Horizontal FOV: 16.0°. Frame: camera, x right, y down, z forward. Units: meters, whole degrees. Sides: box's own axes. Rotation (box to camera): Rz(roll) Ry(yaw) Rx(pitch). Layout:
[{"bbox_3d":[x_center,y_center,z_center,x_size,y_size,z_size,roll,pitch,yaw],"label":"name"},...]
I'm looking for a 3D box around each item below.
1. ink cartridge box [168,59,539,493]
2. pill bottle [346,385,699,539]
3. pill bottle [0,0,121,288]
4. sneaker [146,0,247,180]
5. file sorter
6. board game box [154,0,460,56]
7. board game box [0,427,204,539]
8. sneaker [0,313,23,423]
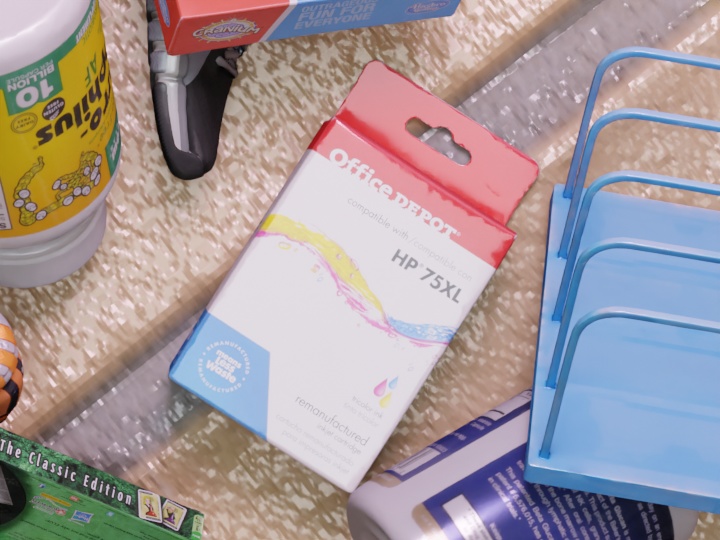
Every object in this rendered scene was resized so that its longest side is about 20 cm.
[{"bbox_3d":[0.000,0.000,1.338,0.116,0.067,0.200,32,90,-3],"label":"ink cartridge box"},{"bbox_3d":[0.103,0.115,1.317,0.200,0.111,0.111,-29,93,-15],"label":"pill bottle"},{"bbox_3d":[-0.176,-0.081,1.257,0.113,0.200,0.113,-1,54,1],"label":"pill bottle"},{"bbox_3d":[-0.054,-0.149,1.328,0.115,0.075,0.200,-3,91,-5],"label":"sneaker"},{"bbox_3d":[0.164,0.003,1.263,0.139,0.200,0.123,9,136,0],"label":"file sorter"},{"bbox_3d":[-0.044,-0.214,1.289,0.153,0.040,0.200,-10,70,-17],"label":"board game box"},{"bbox_3d":[-0.190,0.115,1.289,0.200,0.023,0.105,26,135,-22],"label":"board game box"},{"bbox_3d":[-0.270,0.045,1.303,0.200,0.112,0.078,19,65,3],"label":"sneaker"}]
